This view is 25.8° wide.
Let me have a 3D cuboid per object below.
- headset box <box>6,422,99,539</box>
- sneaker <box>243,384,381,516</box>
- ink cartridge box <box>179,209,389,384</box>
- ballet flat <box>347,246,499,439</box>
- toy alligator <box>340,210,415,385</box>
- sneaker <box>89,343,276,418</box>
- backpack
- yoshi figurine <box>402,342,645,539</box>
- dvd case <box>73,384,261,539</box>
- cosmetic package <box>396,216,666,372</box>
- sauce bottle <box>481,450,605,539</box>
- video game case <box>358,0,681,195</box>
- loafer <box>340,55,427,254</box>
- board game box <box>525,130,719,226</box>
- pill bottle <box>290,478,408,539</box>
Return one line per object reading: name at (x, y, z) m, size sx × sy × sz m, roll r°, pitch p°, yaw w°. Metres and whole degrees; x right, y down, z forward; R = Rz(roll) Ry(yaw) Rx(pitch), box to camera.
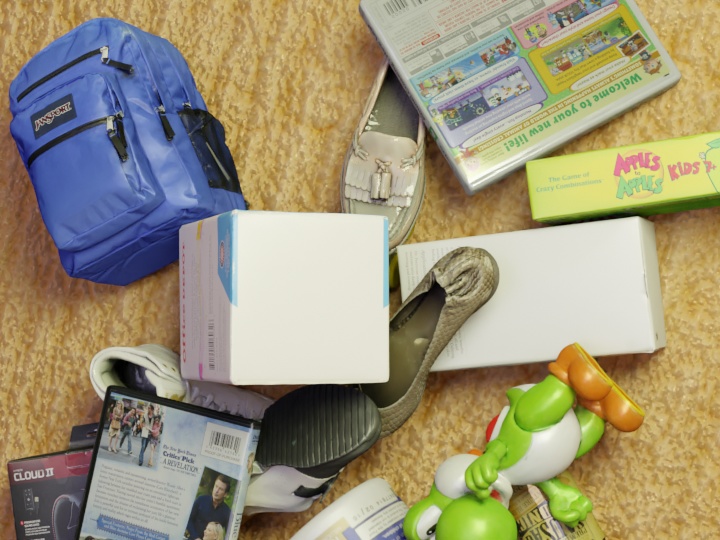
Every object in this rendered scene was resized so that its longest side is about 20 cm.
headset box at (-0.219, 0.233, 1.371) m, size 0.148 × 0.075 × 0.201 m, roll -11°, pitch 85°, yaw 17°
sneaker at (-0.047, 0.151, 1.268) m, size 0.199 × 0.088 × 0.074 m, roll -23°, pitch 49°, yaw 36°
ink cartridge box at (-0.068, 0.023, 1.244) m, size 0.124 × 0.200 × 0.129 m, roll 0°, pitch 89°, yaw -19°
ballet flat at (0.037, 0.059, 1.215) m, size 0.067 × 0.046 × 0.200 m, roll 52°, pitch 124°, yaw 24°
toy alligator at (0.000, 0.000, 1.317) m, size 0.059 × 0.054 × 0.201 m, roll 16°, pitch 93°, yaw 19°
sneaker at (-0.138, 0.124, 1.328) m, size 0.199 × 0.116 × 0.074 m, roll 25°, pitch 94°, yaw 16°
backpack at (-0.208, -0.113, 1.334) m, size 0.162 × 0.168 × 0.201 m, roll -24°, pitch 74°, yaw 15°
yoshi figurine at (0.122, 0.157, 1.180) m, size 0.200 × 0.112 × 0.112 m, roll -43°, pitch 84°, yaw 7°
dvd case at (-0.162, 0.203, 1.253) m, size 0.142 × 0.018 × 0.201 m, roll 11°, pitch 88°, yaw 25°
cosmetic package at (0.137, 0.021, 1.255) m, size 0.199 × 0.085 × 0.108 m, roll -5°, pitch 87°, yaw 18°
sauce bottle at (0.166, 0.221, 1.248) m, size 0.066 × 0.066 × 0.201 m, roll -34°, pitch 78°, yaw 14°
video game case at (0.127, -0.183, 1.260) m, size 0.199 × 0.022 × 0.183 m, roll -28°, pitch 78°, yaw -9°
loafer at (0.024, -0.113, 1.277) m, size 0.071 × 0.063 × 0.201 m, roll 10°, pitch 70°, yaw 8°
board game box at (0.237, -0.072, 1.216) m, size 0.199 × 0.102 × 0.048 m, roll -8°, pitch 86°, yaw 18°
pill bottle at (0.032, 0.279, 1.254) m, size 0.120 × 0.120 × 0.200 m, roll -43°, pitch 76°, yaw 12°
